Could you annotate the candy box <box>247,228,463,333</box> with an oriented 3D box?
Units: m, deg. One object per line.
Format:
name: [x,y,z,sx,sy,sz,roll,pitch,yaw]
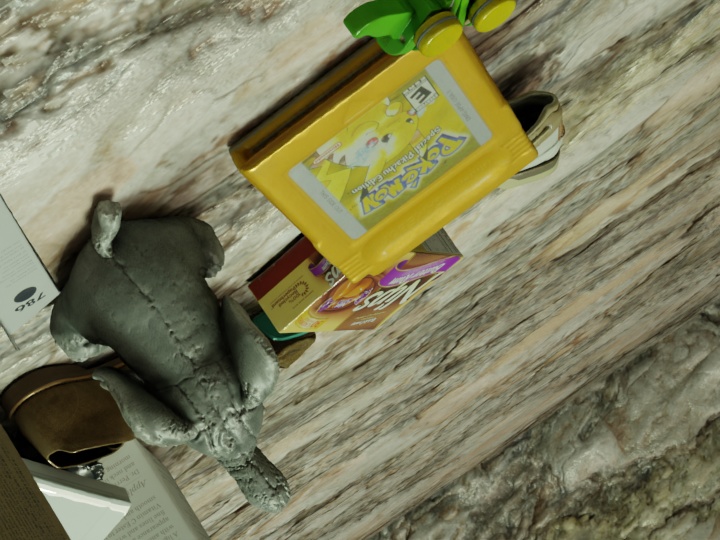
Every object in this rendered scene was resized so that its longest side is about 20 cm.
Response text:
candy box: [0.000,0.000,1.278,0.117,0.056,0.200,-40,162,18]

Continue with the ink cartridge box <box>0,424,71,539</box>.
ink cartridge box: [-0.272,0.146,0.895,0.075,0.200,0.165,-39,163,12]

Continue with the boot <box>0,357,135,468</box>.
boot: [-0.198,0.113,1.175,0.074,0.075,0.200,-47,161,30]

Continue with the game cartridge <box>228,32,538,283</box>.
game cartridge: [0.025,-0.083,1.032,0.176,0.032,0.200,-37,144,6]

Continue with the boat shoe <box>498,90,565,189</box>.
boat shoe: [0.077,-0.093,1.160,0.200,0.075,0.068,-25,141,-26]

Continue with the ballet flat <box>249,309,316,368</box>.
ballet flat: [-0.105,0.070,1.244,0.072,0.068,0.200,-58,163,14]

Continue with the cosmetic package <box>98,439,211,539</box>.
cosmetic package: [-0.226,0.303,1.430,0.165,0.200,0.165,-32,164,-7]

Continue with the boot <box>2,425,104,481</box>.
boot: [-0.315,0.204,1.197,0.162,0.073,0.198,-6,141,-52]

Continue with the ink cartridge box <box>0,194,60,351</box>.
ink cartridge box: [-0.197,-0.036,0.709,0.039,0.100,0.200,-32,164,-12]

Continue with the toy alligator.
toy alligator: [0.072,-0.177,0.910,0.200,0.059,0.054,-28,163,-23]

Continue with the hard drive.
hard drive: [-0.292,0.193,1.098,0.200,0.026,0.132,26,113,-42]

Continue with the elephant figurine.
elephant figurine: [-0.111,0.066,0.982,0.142,0.200,0.155,-44,161,31]
